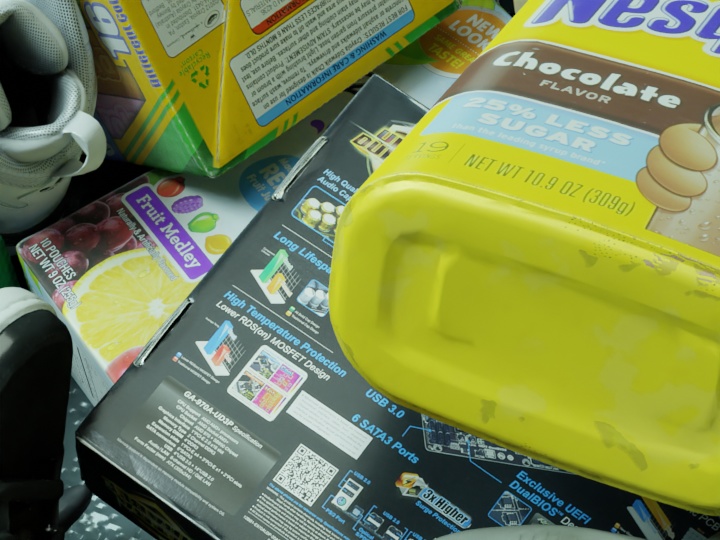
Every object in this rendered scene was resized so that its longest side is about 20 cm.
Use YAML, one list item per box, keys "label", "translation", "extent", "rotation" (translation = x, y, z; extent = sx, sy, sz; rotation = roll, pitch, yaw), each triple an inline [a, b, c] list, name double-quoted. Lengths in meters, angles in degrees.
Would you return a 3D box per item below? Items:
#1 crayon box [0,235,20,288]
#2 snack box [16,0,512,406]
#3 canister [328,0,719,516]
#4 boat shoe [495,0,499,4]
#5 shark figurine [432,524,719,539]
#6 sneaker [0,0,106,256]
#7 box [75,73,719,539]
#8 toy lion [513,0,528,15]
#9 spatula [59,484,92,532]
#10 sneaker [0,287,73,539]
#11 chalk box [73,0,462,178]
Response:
- label: "crayon box"
  translation: [-0.225, 0.047, 0.939]
  extent: [0.198, 0.058, 0.119]
  rotation: [0, 49, 12]
- label: "snack box"
  translation: [0.000, 0.000, 0.935]
  extent: [0.199, 0.053, 0.142]
  rotation: [-29, 51, -15]
- label: "canister"
  translation: [0.093, -0.026, 0.783]
  extent: [0.148, 0.087, 0.200]
  rotation: [19, 35, 16]
- label: "boat shoe"
  translation: [0.010, -0.157, 1.070]
  extent: [0.068, 0.057, 0.201]
  rotation: [-19, 48, -4]
- label: "shark figurine"
  translation: [0.119, 0.112, 0.723]
  extent: [0.214, 0.128, 0.090]
  rotation: [38, 60, 10]
- label: "sneaker"
  translation: [-0.159, -0.098, 0.926]
  extent: [0.075, 0.115, 0.200]
  rotation: [-41, 97, -25]
- label: "box"
  translation: [0.036, 0.055, 0.835]
  extent: [0.199, 0.046, 0.159]
  rotation: [33, 68, 14]
- label: "toy lion"
  translation: [0.087, -0.188, 0.953]
  extent: [0.068, 0.193, 0.200]
  rotation: [-3, 24, 19]
- label: "spatula"
  translation: [-0.165, 0.125, 0.853]
  extent: [0.199, 0.021, 0.056]
  rotation: [-32, 7, -25]
- label: "sneaker"
  translation: [-0.098, 0.115, 0.797]
  extent: [0.111, 0.073, 0.201]
  rotation: [26, 102, 21]
- label: "chalk box"
  translation: [-0.083, -0.123, 0.992]
  extent: [0.124, 0.124, 0.200]
  rotation: [-37, 24, -22]
